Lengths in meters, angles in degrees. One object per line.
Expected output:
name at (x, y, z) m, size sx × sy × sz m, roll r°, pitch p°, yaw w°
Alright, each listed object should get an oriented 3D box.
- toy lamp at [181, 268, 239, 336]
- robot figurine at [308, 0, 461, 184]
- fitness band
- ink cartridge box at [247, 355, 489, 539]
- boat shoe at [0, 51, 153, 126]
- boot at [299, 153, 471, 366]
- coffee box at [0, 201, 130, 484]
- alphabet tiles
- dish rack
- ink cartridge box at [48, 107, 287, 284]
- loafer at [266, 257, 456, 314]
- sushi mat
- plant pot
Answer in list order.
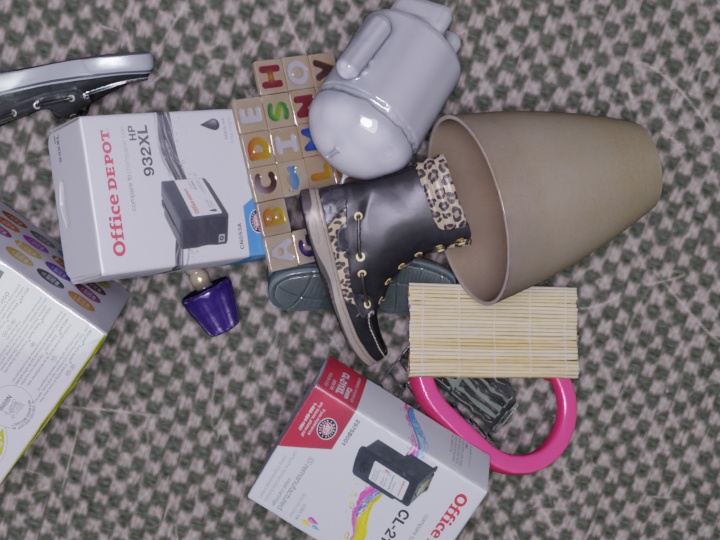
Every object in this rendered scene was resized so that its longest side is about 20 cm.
toy lamp at (-0.182, -0.028, 1.181) m, size 0.058 × 0.058 × 0.202 m, roll -26°, pitch 101°, yaw 0°
robot figurine at (0.023, -0.171, 1.128) m, size 0.112 × 0.170 × 0.201 m, roll 21°, pitch 70°, yaw 31°
fitness band at (0.140, 0.122, 1.210) m, size 0.200 × 0.037 × 0.144 m, roll 43°, pitch 67°, yaw -7°
ink cartridge box at (0.012, 0.206, 1.154) m, size 0.198 × 0.083 × 0.147 m, roll 31°, pitch 107°, yaw -1°
boat shoe at (-0.298, -0.177, 1.147) m, size 0.197 × 0.069 × 0.057 m, roll -9°, pitch 104°, yaw 4°
boot at (0.036, -0.011, 1.118) m, size 0.149 × 0.073 × 0.202 m, roll -20°, pitch 117°, yaw 1°
coffee box at (-0.363, 0.064, 1.110) m, size 0.197 × 0.200 × 0.201 m, roll 36°, pitch 95°, yaw -9°
alphabet tiles at (-0.044, -0.114, 1.152) m, size 0.166 × 0.008 × 0.203 m, roll -15°, pitch 93°, yaw -37°
dish rack at (0.069, 0.169, 1.234) m, size 0.153 × 0.055 × 0.201 m, roll 38°, pitch 94°, yaw -10°
ink cartridge box at (-0.182, -0.073, 1.103) m, size 0.198 × 0.083 × 0.147 m, roll -8°, pitch 90°, yaw -35°
loafer at (0.000, 0.000, 1.197) m, size 0.197 × 0.063 × 0.073 m, roll 0°, pitch 129°, yaw -13°
sushi mat at (0.140, 0.063, 1.197) m, size 0.197 × 0.012 × 0.097 m, roll 2°, pitch 79°, yaw -19°
plant pot at (0.192, -0.081, 1.153) m, size 0.197 × 0.187 × 0.190 m, roll -14°, pitch 100°, yaw -16°
